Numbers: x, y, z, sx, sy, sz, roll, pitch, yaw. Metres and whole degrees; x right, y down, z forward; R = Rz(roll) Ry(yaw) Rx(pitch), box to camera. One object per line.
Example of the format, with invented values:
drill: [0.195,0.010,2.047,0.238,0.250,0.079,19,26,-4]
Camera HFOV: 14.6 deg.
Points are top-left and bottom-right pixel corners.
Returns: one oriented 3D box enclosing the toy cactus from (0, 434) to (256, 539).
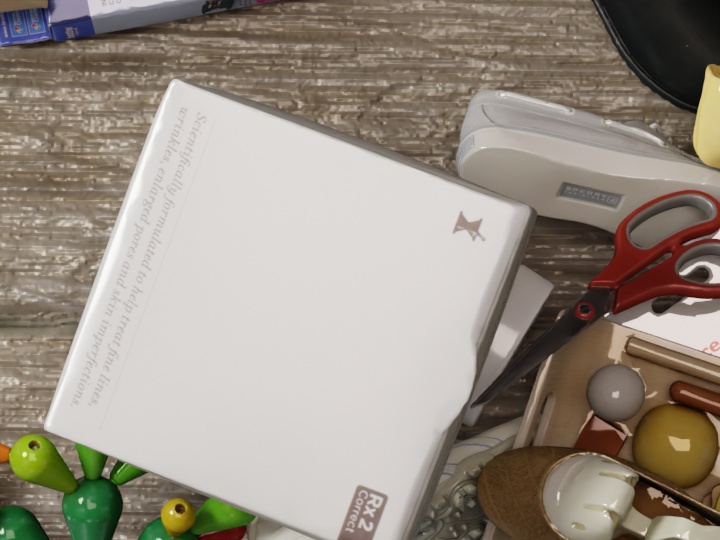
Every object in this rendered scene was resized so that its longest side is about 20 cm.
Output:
toy cactus: [-0.154,0.151,1.587,0.200,0.102,0.165,1,103,2]

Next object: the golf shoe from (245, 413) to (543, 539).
golf shoe: [0.026,0.122,1.596,0.200,0.078,0.097,-28,50,-21]

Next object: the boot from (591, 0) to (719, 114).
boot: [0.166,-0.184,1.602,0.073,0.162,0.198,-36,83,-5]

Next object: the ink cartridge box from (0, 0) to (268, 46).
ink cartridge box: [-0.128,-0.208,1.658,0.200,0.042,0.119,-11,80,-1]

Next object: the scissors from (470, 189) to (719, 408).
scissors: [0.127,0.014,1.544,0.200,0.014,0.073,-24,64,-21]

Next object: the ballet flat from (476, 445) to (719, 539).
ballet flat: [0.157,0.139,1.484,0.200,0.072,0.068,26,75,8]

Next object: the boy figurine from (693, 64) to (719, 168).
boy figurine: [0.282,-0.104,1.616,0.200,0.124,0.064,-10,117,-11]

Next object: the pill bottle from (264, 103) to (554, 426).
pill bottle: [0.000,0.000,1.593,0.200,0.116,0.116,30,82,4]

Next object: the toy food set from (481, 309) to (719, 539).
toy food set: [0.182,0.119,1.539,0.200,0.060,0.144,19,94,12]

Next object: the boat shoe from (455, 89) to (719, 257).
boat shoe: [0.153,-0.059,1.632,0.200,0.072,0.069,10,51,-5]

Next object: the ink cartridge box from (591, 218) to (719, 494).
ink cartridge box: [0.228,0.079,1.606,0.116,0.068,0.200,-36,83,-5]

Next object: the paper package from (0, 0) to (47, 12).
paper package: [-0.297,-0.201,1.563,0.200,0.191,0.104,-5,82,15]

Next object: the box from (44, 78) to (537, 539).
box: [-0.032,0.025,1.473,0.200,0.131,0.199,21,92,4]
